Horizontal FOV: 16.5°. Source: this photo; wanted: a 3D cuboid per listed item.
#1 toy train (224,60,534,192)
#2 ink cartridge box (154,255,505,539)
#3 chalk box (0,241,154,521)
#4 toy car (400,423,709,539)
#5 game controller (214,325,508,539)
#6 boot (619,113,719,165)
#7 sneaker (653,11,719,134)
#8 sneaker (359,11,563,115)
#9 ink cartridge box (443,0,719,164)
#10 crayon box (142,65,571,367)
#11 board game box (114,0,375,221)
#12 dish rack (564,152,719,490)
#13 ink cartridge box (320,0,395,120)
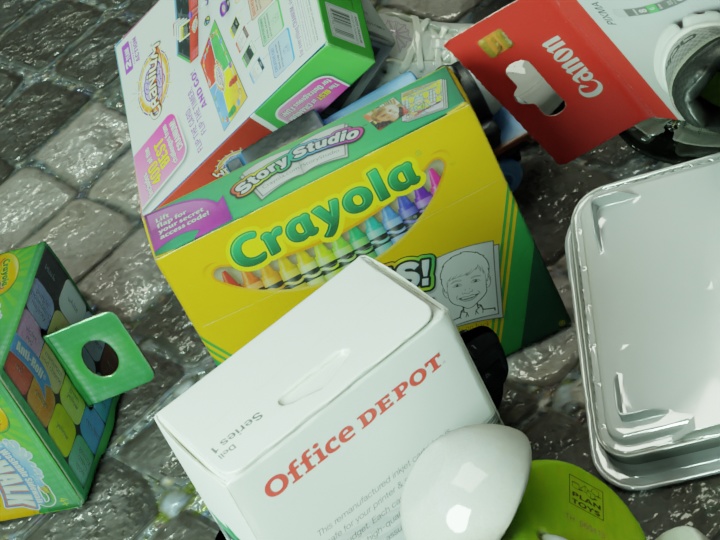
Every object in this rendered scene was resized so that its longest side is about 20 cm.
[{"bbox_3d":[0.017,-0.064,1.557,0.200,0.114,0.087,-30,59,0],"label":"toy train"},{"bbox_3d":[0.003,0.114,1.287,0.146,0.200,0.084,-37,38,-14],"label":"ink cartridge box"},{"bbox_3d":[-0.231,0.074,1.554,0.199,0.125,0.124,-12,38,22],"label":"chalk box"},{"bbox_3d":[0.080,0.188,1.212,0.150,0.175,0.200,-49,20,39],"label":"toy car"},{"bbox_3d":[0.002,0.108,1.385,0.200,0.104,0.042,-37,76,-13],"label":"game controller"},{"bbox_3d":[0.263,-0.109,1.525,0.200,0.068,0.131,8,60,41],"label":"boot"},{"bbox_3d":[0.260,-0.097,1.366,0.199,0.074,0.087,6,27,7],"label":"sneaker"},{"bbox_3d":[0.050,-0.130,1.637,0.200,0.100,0.075,-7,59,31],"label":"sneaker"},{"bbox_3d":[0.173,-0.130,1.452,0.200,0.161,0.050,-31,50,16],"label":"ink cartridge box"},{"bbox_3d":[0.000,0.000,1.453,0.200,0.173,0.058,-27,36,2],"label":"crayon box"},{"bbox_3d":[-0.080,-0.141,1.602,0.200,0.040,0.153,-40,47,36],"label":"board game box"},{"bbox_3d":[0.196,0.014,1.376,0.171,0.044,0.200,-15,55,16],"label":"dish rack"},{"bbox_3d":[-0.072,-0.128,1.658,0.200,0.043,0.174,-55,41,24],"label":"ink cartridge box"}]
